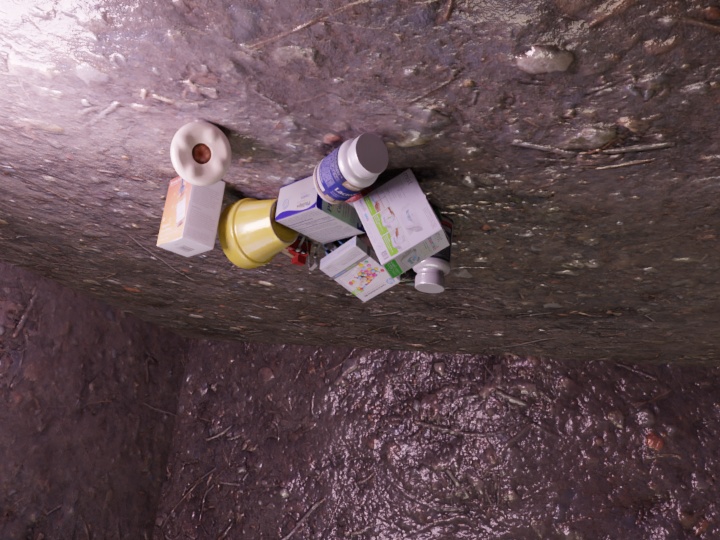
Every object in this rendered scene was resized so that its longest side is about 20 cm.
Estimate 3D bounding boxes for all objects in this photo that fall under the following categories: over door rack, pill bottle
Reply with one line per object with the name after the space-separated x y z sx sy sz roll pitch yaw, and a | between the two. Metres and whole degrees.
-0.125 -0.047 1.957 0.145 0.203 0.067 20 123 -35 | over door rack
-0.023 -0.241 1.447 0.113 0.120 0.198 16 160 -27 | pill bottle
0.210 -0.046 1.795 0.115 0.207 0.120 6 161 2 | pill bottle

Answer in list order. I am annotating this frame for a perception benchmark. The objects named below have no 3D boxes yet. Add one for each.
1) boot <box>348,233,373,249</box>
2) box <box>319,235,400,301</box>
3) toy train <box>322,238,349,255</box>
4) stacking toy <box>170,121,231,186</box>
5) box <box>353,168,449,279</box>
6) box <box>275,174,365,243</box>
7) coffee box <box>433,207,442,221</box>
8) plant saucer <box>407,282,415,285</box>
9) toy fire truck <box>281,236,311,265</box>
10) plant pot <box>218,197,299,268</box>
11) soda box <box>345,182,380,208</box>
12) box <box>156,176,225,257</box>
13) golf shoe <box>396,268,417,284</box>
0.049 -0.098 1.839 0.198 0.070 0.147 39 143 5 | boot
0.000 0.000 1.804 0.154 0.042 0.198 -29 130 33 | box
-0.031 -0.043 1.912 0.199 0.087 0.115 40 -163 -5 | toy train
-0.405 -0.282 1.518 0.142 0.151 0.199 15 179 -23 | stacking toy
0.101 -0.119 1.527 0.173 0.204 0.097 -30 150 6 | box
-0.107 -0.169 1.712 0.180 0.109 0.197 -11 155 43 | box
0.132 -0.116 1.688 0.120 0.045 0.199 -14 -168 36 | coffee box
0.160 0.002 2.006 0.194 0.203 0.040 9 120 -5 | plant saucer
-0.245 -0.078 2.131 0.196 0.050 0.139 22 157 -37 | toy fire truck
-0.284 -0.123 1.785 0.185 0.208 0.199 -14 153 36 | plant pot
0.031 -0.190 1.647 0.062 0.072 0.198 -11 155 33 | soda box
-0.480 -0.160 1.733 0.105 0.207 0.150 21 158 -41 | box
0.189 -0.011 1.896 0.195 0.079 0.088 -16 165 -30 | golf shoe
